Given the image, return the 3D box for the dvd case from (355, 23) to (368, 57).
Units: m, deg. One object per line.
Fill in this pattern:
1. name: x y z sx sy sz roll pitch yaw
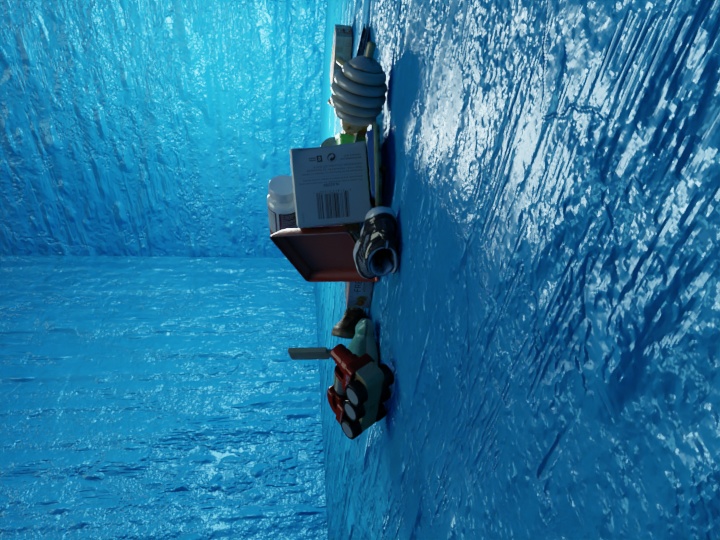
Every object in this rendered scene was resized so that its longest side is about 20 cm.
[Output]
1. dvd case: -0.008 -0.540 1.505 0.201 0.016 0.151 104 177 -63

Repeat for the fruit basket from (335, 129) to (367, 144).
1. fruit basket: -0.005 -0.377 1.416 0.185 0.092 0.203 -129 56 -78

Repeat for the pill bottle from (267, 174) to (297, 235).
1. pill bottle: -0.234 -0.188 1.713 0.202 0.107 0.111 95 171 -48

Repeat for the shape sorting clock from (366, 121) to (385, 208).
1. shape sorting clock: 0.036 -0.218 1.196 0.200 0.038 0.204 -5 -90 -90

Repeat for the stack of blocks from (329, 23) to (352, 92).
1. stack of blocks: -0.067 -0.729 1.887 0.202 0.057 0.117 99 168 -48

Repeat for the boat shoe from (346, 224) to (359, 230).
1. boat shoe: -0.028 -0.155 1.557 0.072 0.071 0.203 -106 12 -59

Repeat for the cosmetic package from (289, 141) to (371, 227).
1. cosmetic package: -0.063 -0.188 1.244 0.200 0.164 0.170 -104 8 -84

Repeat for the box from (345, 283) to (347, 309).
1. box: -0.015 0.013 1.554 0.201 0.039 0.139 102 166 -57

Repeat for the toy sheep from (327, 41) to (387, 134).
1. toy sheep: -0.004 -0.389 1.187 0.139 0.135 0.202 -100 18 -51

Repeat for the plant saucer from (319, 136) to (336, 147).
1. plant saucer: -0.049 -0.275 1.549 0.199 0.049 0.204 5 -95 -57

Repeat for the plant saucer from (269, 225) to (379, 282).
1. plant saucer: -0.075 -0.039 1.248 0.200 0.197 0.037 55 -140 -51

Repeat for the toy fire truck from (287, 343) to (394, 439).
1. toy fire truck: -0.048 0.229 1.153 0.200 0.127 0.178 42 142 32

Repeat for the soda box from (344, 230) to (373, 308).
1. soda box: 0.000 0.000 1.366 0.069 0.062 0.202 -99 13 -48

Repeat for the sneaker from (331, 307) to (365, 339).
1. sneaker: -0.029 0.126 1.410 0.200 0.069 0.077 -10 -73 -82

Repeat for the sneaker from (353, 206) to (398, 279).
1. sneaker: 0.029 -0.023 1.106 0.202 0.074 0.115 104 167 -50

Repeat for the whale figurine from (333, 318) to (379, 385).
1. whale figurine: -0.010 0.213 1.288 0.159 0.102 0.204 170 103 -82
